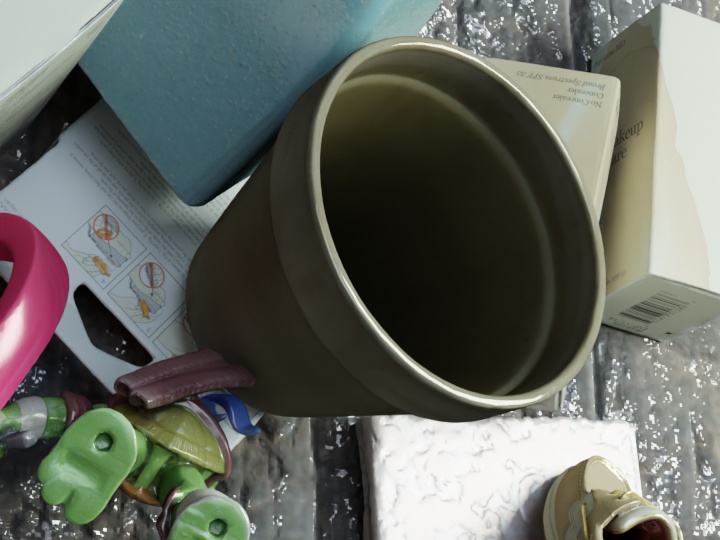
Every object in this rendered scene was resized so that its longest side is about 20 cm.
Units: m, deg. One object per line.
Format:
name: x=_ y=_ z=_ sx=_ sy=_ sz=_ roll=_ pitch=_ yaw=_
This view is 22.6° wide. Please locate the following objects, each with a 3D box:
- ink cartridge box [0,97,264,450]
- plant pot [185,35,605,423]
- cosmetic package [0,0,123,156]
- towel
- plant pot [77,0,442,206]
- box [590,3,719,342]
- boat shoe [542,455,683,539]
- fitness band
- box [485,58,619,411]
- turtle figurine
ink cartridge box: x=-0.110 y=0.001 z=1.041 sx=0.200 sy=0.044 sz=0.174 roll=47 pitch=59 yaw=-6
plant pot: x=0.000 y=0.000 z=0.961 sx=0.200 sy=0.173 sz=0.201 roll=19 pitch=59 yaw=-36
cosmetic package: x=-0.206 y=-0.101 z=0.934 sx=0.073 sy=0.200 sz=0.104 roll=46 pitch=57 yaw=-5
towel: x=0.091 y=0.181 z=1.087 sx=0.200 sy=0.032 sz=0.192 roll=5 pitch=69 yaw=-27
plant pot: x=-0.047 y=-0.186 z=1.007 sx=0.196 sy=0.200 sz=0.196 roll=54 pitch=25 yaw=-2
box: x=0.203 y=-0.065 z=1.201 sx=0.078 sy=0.095 sz=0.200 roll=16 pitch=64 yaw=-21
boat shoe: x=0.152 y=0.163 z=1.019 sx=0.074 sy=0.069 sz=0.200 roll=34 pitch=25 yaw=-15
fitness band: x=-0.227 y=0.053 z=0.902 sx=0.037 sy=0.143 sz=0.200 roll=54 pitch=56 yaw=-35
box: x=0.098 y=-0.023 z=1.111 sx=0.095 sy=0.078 sz=0.200 roll=9 pitch=63 yaw=9
turtle figurine: x=-0.128 y=0.126 z=0.882 sx=0.200 sy=0.194 sz=0.144 roll=-19 pitch=92 yaw=-9
